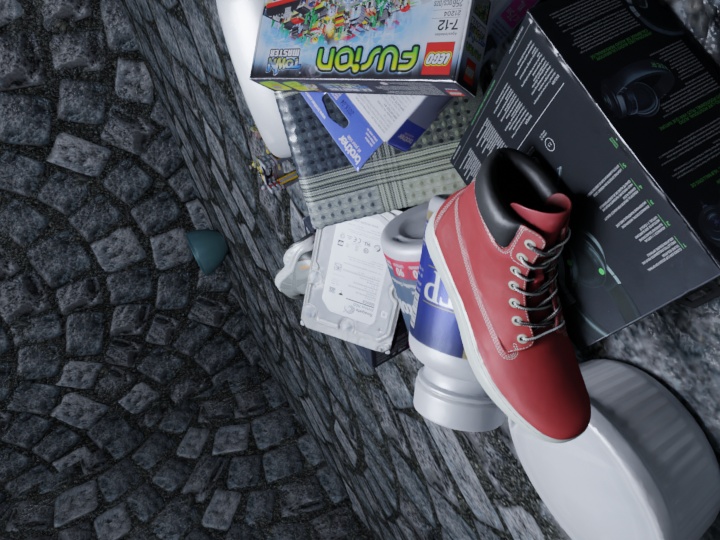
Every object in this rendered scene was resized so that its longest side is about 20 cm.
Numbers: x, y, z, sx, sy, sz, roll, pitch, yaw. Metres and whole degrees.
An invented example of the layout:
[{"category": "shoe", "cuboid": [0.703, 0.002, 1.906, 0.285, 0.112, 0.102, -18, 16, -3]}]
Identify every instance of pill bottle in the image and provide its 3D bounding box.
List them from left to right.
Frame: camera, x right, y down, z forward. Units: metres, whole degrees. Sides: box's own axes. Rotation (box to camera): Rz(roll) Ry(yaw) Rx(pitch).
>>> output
[{"category": "pill bottle", "cuboid": [0.104, 0.033, 0.741, 0.119, 0.119, 0.202, 33, 146, 59]}, {"category": "pill bottle", "cuboid": [0.108, 0.038, 0.604, 0.119, 0.118, 0.203, 30, 115, 61]}]

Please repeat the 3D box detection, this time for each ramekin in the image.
[{"category": "ramekin", "cuboid": [0.235, 0.176, 0.601, 0.203, 0.093, 0.203, 54, 162, 27]}]

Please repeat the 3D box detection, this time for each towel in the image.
[{"category": "towel", "cuboid": [0.025, -0.147, 0.615, 0.035, 0.197, 0.195, -83, -20, -64]}]

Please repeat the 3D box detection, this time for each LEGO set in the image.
[{"category": "LEGO set", "cuboid": [-0.160, -0.235, 1.130, 0.154, 0.115, 0.201, 51, 159, 35]}]

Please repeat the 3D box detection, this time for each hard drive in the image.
[{"category": "hard drive", "cuboid": [0.000, 0.000, 0.870, 0.138, 0.038, 0.203, 18, 112, 13]}]

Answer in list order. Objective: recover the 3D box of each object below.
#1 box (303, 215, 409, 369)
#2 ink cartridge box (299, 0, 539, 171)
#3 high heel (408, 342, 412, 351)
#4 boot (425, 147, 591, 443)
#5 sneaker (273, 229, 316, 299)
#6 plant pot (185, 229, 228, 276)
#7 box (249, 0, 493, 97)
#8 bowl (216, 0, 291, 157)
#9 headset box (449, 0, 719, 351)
[{"category": "box", "cuboid": [0.005, 0.017, 1.039, 0.200, 0.103, 0.183, 51, 158, 35]}, {"category": "ink cartridge box", "cuboid": [0.041, -0.187, 0.517, 0.042, 0.200, 0.120, 11, -142, -56]}, {"category": "high heel", "cuboid": [0.096, 0.117, 0.925, 0.068, 0.095, 0.201, 54, 161, 27]}, {"category": "boot", "cuboid": [0.120, 0.023, 0.444, 0.202, 0.072, 0.144, 64, 162, 8]}, {"category": "sneaker", "cuboid": [-0.083, 0.014, 0.999, 0.080, 0.073, 0.200, 55, 161, 10]}, {"category": "plant pot", "cuboid": [-0.643, -0.096, 2.756, 0.201, 0.134, 0.201, 53, 161, 28]}, {"category": "box", "cuboid": [0.005, -0.195, 0.499, 0.198, 0.035, 0.112, 12, 92, 34]}, {"category": "bowl", "cuboid": [-0.036, -0.235, 0.665, 0.074, 0.200, 0.202, 9, 128, 42]}, {"category": "headset box", "cuboid": [0.171, -0.058, 0.445, 0.201, 0.092, 0.174, 58, 162, 15]}]
